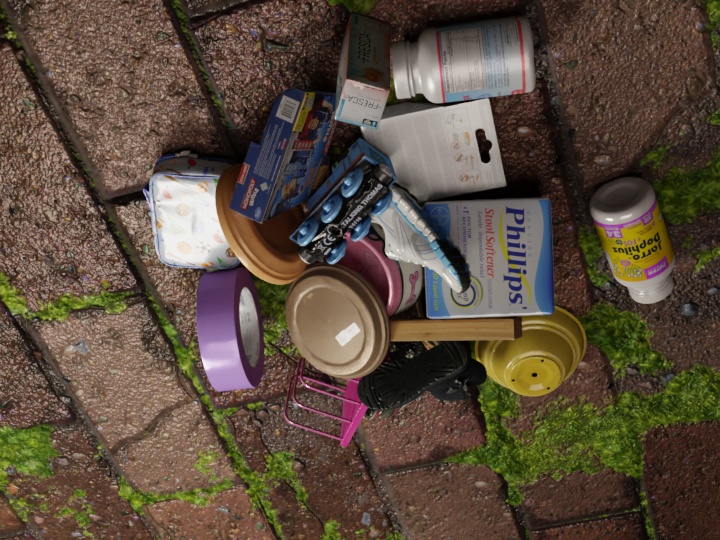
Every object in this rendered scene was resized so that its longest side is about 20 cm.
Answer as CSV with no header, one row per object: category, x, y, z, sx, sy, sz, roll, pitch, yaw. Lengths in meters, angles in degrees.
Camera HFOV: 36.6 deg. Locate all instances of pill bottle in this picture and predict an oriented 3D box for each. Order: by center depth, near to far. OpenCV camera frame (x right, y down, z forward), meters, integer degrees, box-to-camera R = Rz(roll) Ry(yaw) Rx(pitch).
pill bottle,0.147,-0.299,1.560,0.198,0.109,0.109,-6,127,7
pill bottle,0.442,-0.044,1.743,0.104,0.105,0.201,-19,124,15

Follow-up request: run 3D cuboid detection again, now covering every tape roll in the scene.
tape roll,-0.214,0.098,1.809,0.065,0.201,0.201,-8,126,7

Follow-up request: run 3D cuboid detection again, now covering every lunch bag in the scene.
lunch bag,-0.264,-0.097,1.747,0.159,0.076,0.201,4,128,2

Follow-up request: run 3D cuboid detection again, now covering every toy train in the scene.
toy train,-0.026,-0.099,1.646,0.086,0.115,0.200,32,116,-27

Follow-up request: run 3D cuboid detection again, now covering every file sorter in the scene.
file sorter,-0.042,0.176,1.902,0.125,0.139,0.201,19,125,-10

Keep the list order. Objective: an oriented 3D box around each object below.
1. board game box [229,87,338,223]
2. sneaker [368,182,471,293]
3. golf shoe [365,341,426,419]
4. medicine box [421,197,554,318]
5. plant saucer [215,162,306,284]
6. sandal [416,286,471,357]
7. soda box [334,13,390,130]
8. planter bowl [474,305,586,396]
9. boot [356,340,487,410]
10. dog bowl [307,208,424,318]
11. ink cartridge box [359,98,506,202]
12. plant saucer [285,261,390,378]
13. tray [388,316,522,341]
board game box,-0.096,-0.178,1.633,0.061,0.200,0.201,25,104,17
sneaker,0.087,-0.034,1.649,0.087,0.075,0.200,-45,72,19
golf shoe,0.073,0.190,1.962,0.088,0.077,0.200,9,132,-31
medicine box,0.200,-0.020,1.718,0.198,0.103,0.184,-3,91,4
plant saucer,-0.141,-0.077,1.675,0.037,0.201,0.200,-26,123,31
sandal,0.137,0.112,1.899,0.054,0.082,0.200,-7,136,30
soda box,0.004,-0.281,1.520,0.063,0.201,0.069,13,127,-8
planter bowl,0.303,0.160,1.913,0.199,0.084,0.201,1,127,1
boot,0.108,0.191,1.816,0.199,0.077,0.168,-26,155,7
dog bowl,0.000,0.000,1.752,0.199,0.074,0.201,16,122,28
ink cartridge box,0.112,-0.187,1.684,0.199,0.057,0.163,-13,125,7
plant saucer,-0.043,0.084,1.748,0.199,0.029,0.201,12,114,28
tray,0.153,0.092,1.740,0.199,0.099,0.037,-3,88,16
